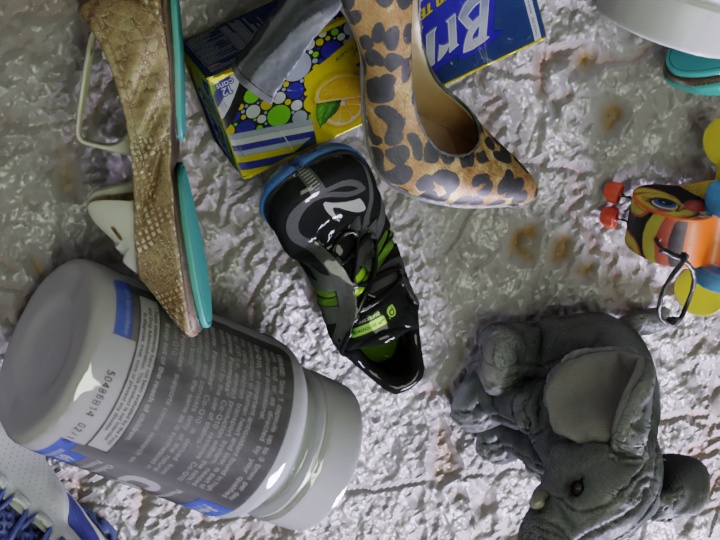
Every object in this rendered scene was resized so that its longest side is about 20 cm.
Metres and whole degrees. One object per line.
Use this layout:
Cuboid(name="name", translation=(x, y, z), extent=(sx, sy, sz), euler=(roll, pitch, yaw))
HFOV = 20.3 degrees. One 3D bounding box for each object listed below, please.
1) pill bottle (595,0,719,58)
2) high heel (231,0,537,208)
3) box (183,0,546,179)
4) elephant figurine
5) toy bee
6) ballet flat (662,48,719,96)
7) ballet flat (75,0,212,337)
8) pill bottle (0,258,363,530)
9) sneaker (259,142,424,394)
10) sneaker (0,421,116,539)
Cuboid(name="pill bottle", translation=(0.211, -0.232, 1.165), extent=(0.113, 0.114, 0.202), euler=(9, 112, -26))
Cuboid(name="high heel", translation=(0.048, -0.113, 1.085), extent=(0.199, 0.072, 0.143), euler=(27, 124, -24))
Cuboid(name="box", translation=(0.002, -0.132, 1.156), extent=(0.199, 0.064, 0.071), euler=(-25, 123, -9))
Cuboid(name="elephant figurine", translation=(0.152, 0.118, 1.266), extent=(0.140, 0.200, 0.156), euler=(14, 109, -28))
Cuboid(name="toy bee", translation=(0.214, -0.038, 1.287), extent=(0.199, 0.108, 0.132), euler=(10, 105, -53))
Cuboid(name="ballet flat", translation=(0.284, -0.156, 1.268), extent=(0.199, 0.068, 0.071), euler=(-34, 138, -1))
Cuboid(name="ballet flat", translation=(-0.124, -0.061, 1.122), extent=(0.065, 0.071, 0.202), euler=(-6, 94, 0))
Cuboid(name="pill bottle", translation=(-0.103, 0.079, 1.190), extent=(0.199, 0.114, 0.114), euler=(25, 104, -31))
Cuboid(name="sneaker", translation=(0.000, 0.000, 1.190), extent=(0.070, 0.083, 0.200), euler=(-31, 138, -6))
Cuboid(name="sneaker", translation=(-0.193, 0.163, 1.193), extent=(0.080, 0.115, 0.200), euler=(-41, 124, 0))
